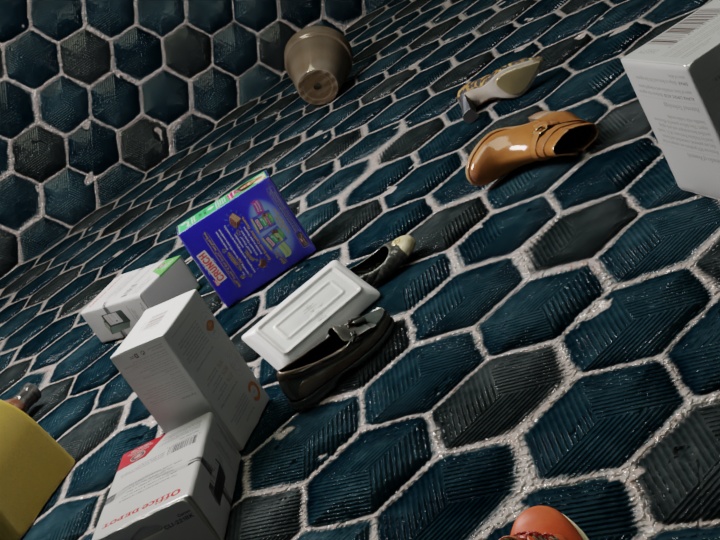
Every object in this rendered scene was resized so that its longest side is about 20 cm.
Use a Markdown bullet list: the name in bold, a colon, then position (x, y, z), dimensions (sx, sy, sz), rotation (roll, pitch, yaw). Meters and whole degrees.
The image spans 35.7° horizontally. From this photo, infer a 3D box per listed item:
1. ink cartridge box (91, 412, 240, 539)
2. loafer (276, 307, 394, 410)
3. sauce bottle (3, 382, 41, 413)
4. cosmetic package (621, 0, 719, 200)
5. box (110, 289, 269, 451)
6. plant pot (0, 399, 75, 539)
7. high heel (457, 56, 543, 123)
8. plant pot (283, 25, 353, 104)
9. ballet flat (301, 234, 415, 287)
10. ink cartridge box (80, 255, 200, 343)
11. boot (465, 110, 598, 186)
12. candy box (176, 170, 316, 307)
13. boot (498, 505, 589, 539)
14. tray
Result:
- **ink cartridge box**: position (-0.240, 0.286, 1.408), dimensions (0.144, 0.084, 0.200), rotation (-27, 19, 11)
- **loafer**: position (-0.033, 0.109, 1.553), dimensions (0.200, 0.063, 0.072), rotation (-42, 22, -27)
- **sauce bottle**: position (-0.671, 0.288, 2.089), dimensions (0.066, 0.066, 0.200), rotation (-17, 23, 37)
- **cosmetic package**: position (0.461, -0.212, 1.378), dimensions (0.165, 0.200, 0.165), rotation (-34, 19, -6)
- **box**: position (-0.232, 0.150, 1.548), dimensions (0.097, 0.200, 0.124), rotation (-22, 21, 26)
- **plant pot**: position (-0.610, 0.308, 1.740), dimensions (0.194, 0.200, 0.196), rotation (-22, 22, 26)
- **high heel**: position (0.280, -0.390, 2.268), dimensions (0.200, 0.071, 0.143), rotation (-35, 24, 18)
- **plant pot**: position (-0.121, -0.564, 3.169), dimensions (0.200, 0.200, 0.174), rotation (-25, 36, 20)
- **ballet flat**: position (0.000, 0.000, 1.777), dimensions (0.200, 0.057, 0.066), rotation (-33, 20, -2)
- **ink cartridge box**: position (-0.447, 0.059, 2.268), dimensions (0.200, 0.084, 0.146), rotation (-15, 25, 40)
- **boot**: position (0.280, -0.193, 1.821), dimensions (0.200, 0.077, 0.155), rotation (-28, 22, -11)
- **candy box**: position (-0.212, -0.059, 2.072), dimensions (0.200, 0.169, 0.077), rotation (-33, 16, -3)
- **boot**: position (0.145, 0.238, 0.913), dimensions (0.075, 0.107, 0.200), rotation (-29, 18, 13)
- **tray**: position (-0.076, 0.064, 1.701), dimensions (0.200, 0.022, 0.107), rotation (-40, 57, -21)
